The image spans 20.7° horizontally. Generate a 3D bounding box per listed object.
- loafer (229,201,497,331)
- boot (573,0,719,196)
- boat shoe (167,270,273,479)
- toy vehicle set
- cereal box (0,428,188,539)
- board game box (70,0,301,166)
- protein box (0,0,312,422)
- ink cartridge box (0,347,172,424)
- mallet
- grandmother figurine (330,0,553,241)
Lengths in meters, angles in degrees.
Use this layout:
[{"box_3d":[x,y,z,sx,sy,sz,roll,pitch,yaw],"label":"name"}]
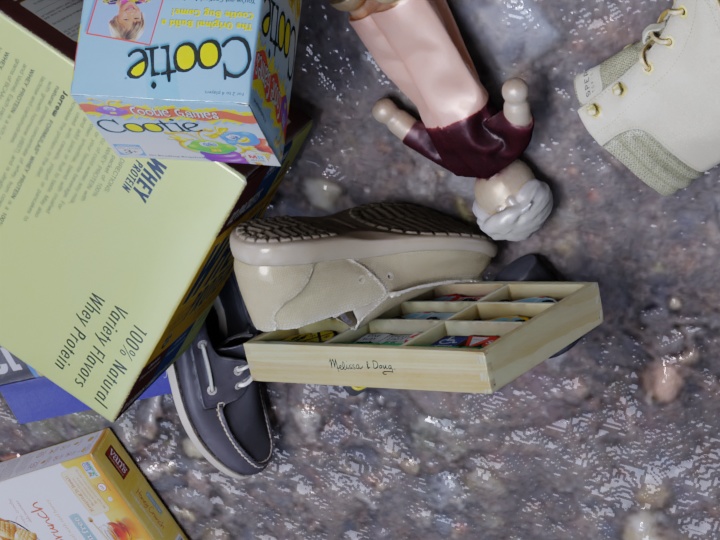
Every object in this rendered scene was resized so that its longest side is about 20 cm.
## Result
[{"box_3d":[0.000,0.000,1.255,0.076,0.199,0.069,30,116,50],"label":"loafer"},{"box_3d":[0.181,-0.144,1.144,0.154,0.072,0.200,-25,112,36],"label":"boot"},{"box_3d":[-0.097,0.063,1.401,0.062,0.073,0.201,-7,117,29],"label":"boat shoe"},{"box_3d":[0.039,0.040,1.257,0.199,0.124,0.027,0,109,41],"label":"toy vehicle set"},{"box_3d":[-0.243,0.213,1.587,0.199,0.040,0.144,-20,115,32],"label":"cereal box"},{"box_3d":[-0.090,-0.173,1.126,0.104,0.202,0.103,4,164,9],"label":"board game box"},{"box_3d":[-0.173,-0.055,1.268,0.199,0.135,0.199,33,116,4],"label":"protein box"},{"box_3d":[-0.228,0.029,1.447,0.196,0.047,0.201,-13,116,27],"label":"ink cartridge box"},{"box_3d":[0.058,0.042,1.350,0.199,0.041,0.066,-16,116,35],"label":"mallet"},{"box_3d":[0.063,-0.101,1.233,0.121,0.061,0.201,5,134,53],"label":"grandmother figurine"}]
